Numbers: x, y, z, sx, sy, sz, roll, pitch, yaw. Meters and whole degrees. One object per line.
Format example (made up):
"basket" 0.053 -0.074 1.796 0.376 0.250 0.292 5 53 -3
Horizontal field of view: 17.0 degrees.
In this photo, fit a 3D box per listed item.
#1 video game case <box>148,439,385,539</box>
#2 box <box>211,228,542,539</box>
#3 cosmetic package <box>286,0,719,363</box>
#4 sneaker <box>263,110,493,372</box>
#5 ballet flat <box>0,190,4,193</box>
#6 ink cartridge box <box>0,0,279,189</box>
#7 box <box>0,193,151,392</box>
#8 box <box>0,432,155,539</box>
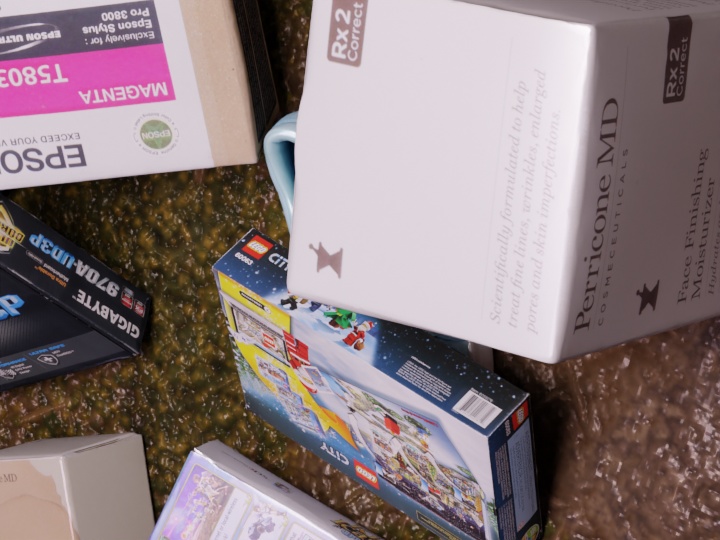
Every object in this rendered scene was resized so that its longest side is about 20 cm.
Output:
"video game case" -0.058 0.230 1.421 0.181 0.045 0.200 29 104 12
"box" 0.010 0.074 1.349 0.200 0.038 0.137 31 151 29
"cosmetic package" 0.090 -0.062 1.210 0.165 0.200 0.165 14 107 34
"sneaker" 0.000 0.000 1.360 0.074 0.082 0.200 -38 77 36
"ballet flat" -0.303 -0.030 1.597 0.200 0.068 0.067 -43 68 23
"ink cartridge box" -0.160 -0.136 1.359 0.200 0.075 0.165 -6 117 11
"box" -0.256 0.018 1.511 0.200 0.159 0.046 -15 52 37
"box" -0.181 0.208 1.532 0.095 0.078 0.200 -8 93 37
